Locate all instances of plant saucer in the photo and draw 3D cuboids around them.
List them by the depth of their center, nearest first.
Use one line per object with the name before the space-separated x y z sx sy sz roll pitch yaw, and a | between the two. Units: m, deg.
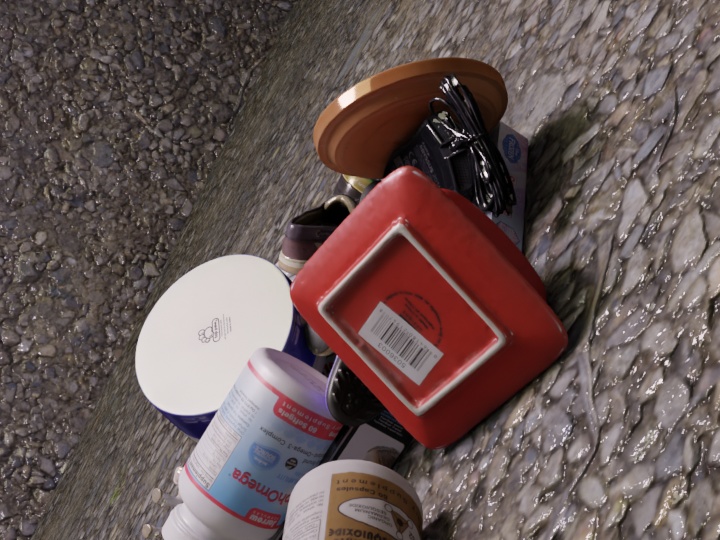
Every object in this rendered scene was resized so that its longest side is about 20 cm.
plant saucer | 0.052 -0.143 1.192 0.200 0.199 0.033 -42 58 48

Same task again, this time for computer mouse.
computer mouse | 0.085 -0.094 1.151 0.052 0.139 0.200 -18 -9 -27

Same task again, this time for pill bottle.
pill bottle | -0.010 0.252 0.916 0.115 0.114 0.201 -51 18 30
pill bottle | -0.102 0.182 1.126 0.201 0.108 0.109 -59 15 6

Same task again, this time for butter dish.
butter dish | 0.074 0.015 1.028 0.199 0.200 0.148 -45 -2 38

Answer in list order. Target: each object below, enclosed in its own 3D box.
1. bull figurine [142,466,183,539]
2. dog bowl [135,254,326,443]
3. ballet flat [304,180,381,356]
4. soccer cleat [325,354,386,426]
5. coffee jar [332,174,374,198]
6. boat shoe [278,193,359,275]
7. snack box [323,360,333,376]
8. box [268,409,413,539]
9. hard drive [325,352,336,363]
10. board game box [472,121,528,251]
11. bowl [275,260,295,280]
bull figurine | -0.156 0.273 1.222 0.065 0.121 0.200 -51 56 25
dog bowl | -0.141 0.085 1.292 0.199 0.079 0.201 -15 52 20
ballet flat | 0.000 0.000 1.250 0.066 0.057 0.201 18 77 31
soccer cleat | 0.010 0.067 1.119 0.073 0.068 0.201 -30 28 49
coffee jar | 0.053 -0.143 1.474 0.201 0.104 0.085 -57 13 15
boat shoe | -0.019 -0.053 1.341 0.200 0.072 0.065 -29 -45 -48
snack box | -0.096 0.135 1.378 0.199 0.024 0.072 -26 7 -17
box | -0.023 0.191 1.176 0.201 0.060 0.117 -56 16 13
hard drive | 0.029 0.001 1.271 0.201 0.027 0.132 -67 15 -19
board game box | 0.096 -0.024 1.230 0.200 0.041 0.200 -48 19 38
bowl | -0.048 0.016 1.413 0.201 0.090 0.201 -37 16 12
